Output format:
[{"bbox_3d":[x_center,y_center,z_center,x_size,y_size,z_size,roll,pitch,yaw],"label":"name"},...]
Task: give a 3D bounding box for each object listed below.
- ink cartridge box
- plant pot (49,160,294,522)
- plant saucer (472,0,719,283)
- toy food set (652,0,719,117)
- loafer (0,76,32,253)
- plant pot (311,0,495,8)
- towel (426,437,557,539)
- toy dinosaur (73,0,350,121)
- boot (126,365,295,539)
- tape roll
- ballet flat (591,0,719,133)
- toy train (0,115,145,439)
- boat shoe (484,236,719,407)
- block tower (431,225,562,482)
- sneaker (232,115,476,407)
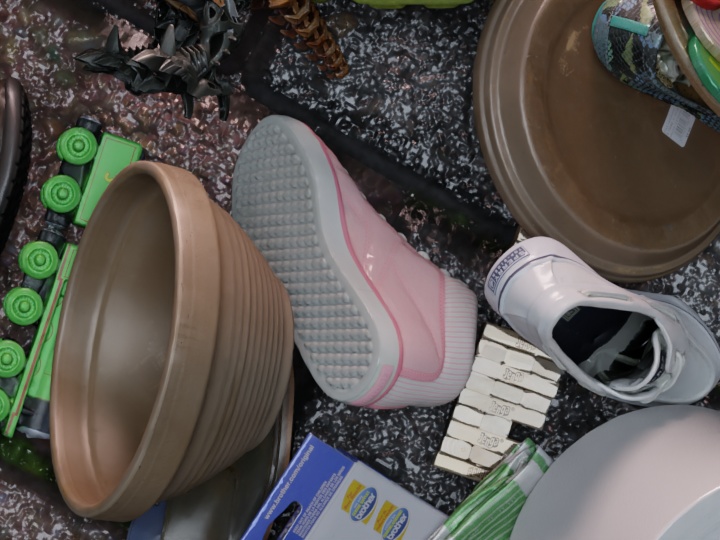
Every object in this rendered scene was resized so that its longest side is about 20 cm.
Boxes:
[{"bbox_3d":[0.011,0.186,1.583,0.200,0.042,0.119,34,88,-25],"label":"ink cartridge box"},{"bbox_3d":[-0.098,0.044,1.535,0.093,0.201,0.201,10,88,-24],"label":"plant pot"},{"bbox_3d":[0.152,-0.093,1.582,0.200,0.029,0.200,6,79,-33],"label":"plant saucer"},{"bbox_3d":[0.236,-0.144,1.524,0.198,0.049,0.200,38,49,-15],"label":"toy food set"},{"bbox_3d":[-0.244,-0.021,1.609,0.071,0.073,0.200,17,88,-1],"label":"loafer"},{"bbox_3d":[0.027,-0.248,1.577,0.200,0.200,0.190,0,101,0],"label":"plant pot"},{"bbox_3d":[0.071,0.214,1.579,0.200,0.023,0.153,-45,113,-7],"label":"towel"},{"bbox_3d":[-0.090,-0.164,1.591,0.200,0.102,0.136,27,80,-6],"label":"toy dinosaur"},{"bbox_3d":[-0.090,0.124,1.604,0.097,0.075,0.200,6,90,-2],"label":"boot"},{"bbox_3d":[0.196,0.187,1.533,0.203,0.139,0.203,-4,103,-20],"label":"tape roll"},{"bbox_3d":[0.223,-0.107,1.572,0.200,0.074,0.074,14,88,-30],"label":"ballet flat"},{"bbox_3d":[-0.177,0.008,1.627,0.056,0.042,0.200,18,88,-10],"label":"toy train"},{"bbox_3d":[0.147,0.046,1.556,0.074,0.200,0.065,-53,46,15],"label":"boat shoe"},{"bbox_3d":[0.101,0.029,1.617,0.058,0.054,0.200,19,89,0],"label":"block tower"},{"bbox_3d":[0.000,0.000,1.601,0.075,0.105,0.200,-48,51,30],"label":"sneaker"}]
